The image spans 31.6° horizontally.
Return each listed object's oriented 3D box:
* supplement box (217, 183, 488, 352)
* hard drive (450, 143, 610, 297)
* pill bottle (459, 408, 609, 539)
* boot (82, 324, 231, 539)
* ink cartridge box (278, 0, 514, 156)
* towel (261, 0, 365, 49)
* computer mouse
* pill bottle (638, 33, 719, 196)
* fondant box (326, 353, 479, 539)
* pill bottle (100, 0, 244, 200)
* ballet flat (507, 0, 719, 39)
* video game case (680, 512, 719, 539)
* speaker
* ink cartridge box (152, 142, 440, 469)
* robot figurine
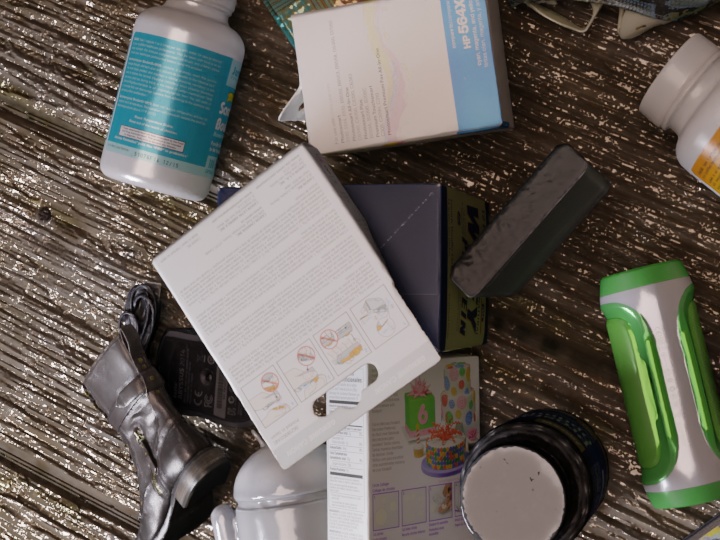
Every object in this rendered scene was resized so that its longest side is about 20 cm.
[{"bbox_3d":[0.000,0.000,1.120,0.197,0.200,0.137,1,89,17],"label":"supplement box"},{"bbox_3d":[0.147,-0.038,1.076,0.033,0.200,0.140,43,100,13],"label":"hard drive"},{"bbox_3d":[0.145,0.180,1.071,0.110,0.200,0.114,0,88,17],"label":"pill bottle"},{"bbox_3d":[-0.210,0.167,1.227,0.174,0.069,0.201,48,130,18],"label":"boot"},{"bbox_3d":[0.029,-0.175,1.140,0.197,0.128,0.127,-7,94,12],"label":"ink cartridge box"},{"bbox_3d":[-0.023,-0.279,1.227,0.146,0.022,0.201,-36,79,14],"label":"towel"},{"bbox_3d":[-0.150,0.094,1.245,0.198,0.053,0.141,11,94,29],"label":"computer mouse"},{"bbox_3d":[0.337,-0.106,1.067,0.200,0.111,0.112,41,100,13],"label":"pill bottle"},{"bbox_3d":[0.040,0.178,1.131,0.058,0.143,0.204,-1,89,47],"label":"fondant box"},{"bbox_3d":[-0.176,-0.176,1.224,0.109,0.111,0.203,16,94,16],"label":"pill bottle"},{"bbox_3d":[0.222,-0.244,1.137,0.197,0.074,0.075,16,93,18],"label":"ballet flat"},{"bbox_3d":[0.348,0.311,1.099,0.180,0.025,0.201,-38,78,13],"label":"video game case"},{"bbox_3d":[0.265,0.097,1.097,0.087,0.088,0.203,-14,85,16],"label":"speaker"},{"bbox_3d":[-0.050,0.027,1.010,0.162,0.057,0.201,-35,87,13],"label":"ink cartridge box"},{"bbox_3d":[-0.056,0.244,1.176,0.167,0.113,0.203,-10,86,11],"label":"robot figurine"}]
